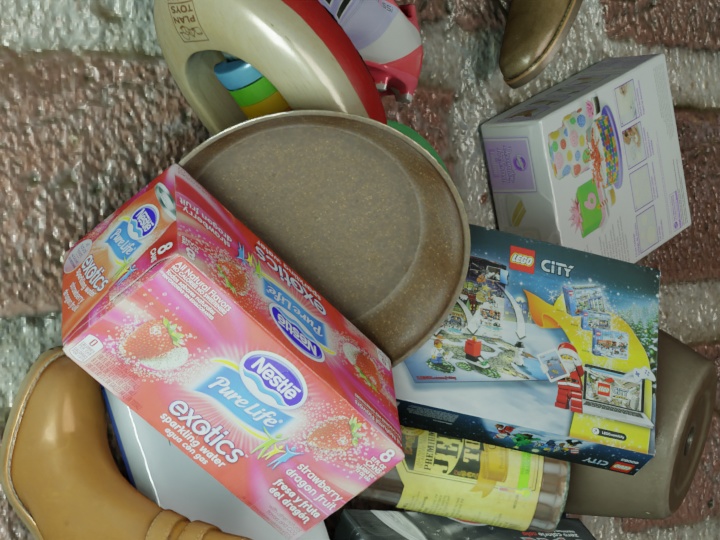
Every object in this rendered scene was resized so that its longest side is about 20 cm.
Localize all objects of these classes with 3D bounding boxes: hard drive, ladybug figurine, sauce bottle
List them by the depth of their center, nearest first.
[{"bbox_3d":[-0.082,0.135,1.422,0.132,0.025,0.201,-13,83,-50],"label":"hard drive"},{"bbox_3d":[-0.048,-0.118,1.422,0.072,0.135,0.200,-51,123,-28],"label":"ladybug figurine"},{"bbox_3d":[0.035,0.124,1.510,0.065,0.199,0.065,-170,-90,-82],"label":"sauce bottle"}]

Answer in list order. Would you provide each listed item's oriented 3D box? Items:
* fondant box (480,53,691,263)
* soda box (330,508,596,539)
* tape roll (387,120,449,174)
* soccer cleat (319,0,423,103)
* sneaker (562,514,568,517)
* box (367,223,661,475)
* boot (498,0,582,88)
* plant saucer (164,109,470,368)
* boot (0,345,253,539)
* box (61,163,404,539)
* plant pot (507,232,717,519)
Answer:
[{"bbox_3d":[0.178,-0.073,1.802,0.200,0.058,0.145,-30,114,-51],"label":"fondant box"},{"bbox_3d":[0.072,0.203,1.527,0.199,0.071,0.064,6,118,-35],"label":"soda box"},{"bbox_3d":[0.000,0.000,1.567,0.200,0.048,0.202,1,89,-54],"label":"tape roll"},{"bbox_3d":[-0.022,-0.169,1.527,0.200,0.066,0.077,27,63,-53],"label":"soccer cleat"},{"bbox_3d":[0.111,0.206,1.688,0.075,0.084,0.201,53,50,-39],"label":"sneaker"},{"bbox_3d":[0.095,0.045,1.504,0.199,0.038,0.137,13,60,-13],"label":"box"},{"bbox_3d":[0.127,-0.228,1.739,0.075,0.073,0.201,33,58,-28],"label":"boot"},{"bbox_3d":[-0.035,-0.017,1.392,0.037,0.199,0.201,-98,164,-56],"label":"plant saucer"},{"bbox_3d":[-0.127,0.144,1.303,0.076,0.155,0.202,14,79,-52],"label":"boot"},{"bbox_3d":[-0.073,0.049,1.351,0.200,0.095,0.100,43,20,-28],"label":"box"},{"bbox_3d":[0.150,0.090,1.617,0.200,0.174,0.202,16,90,-71],"label":"plant pot"}]
